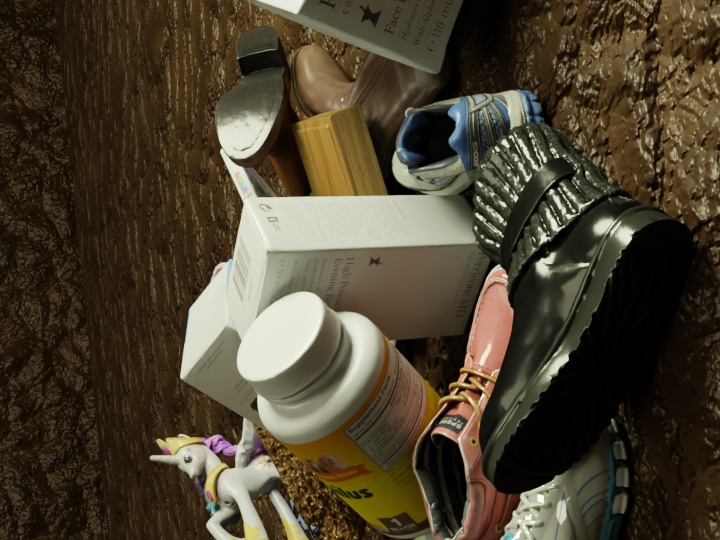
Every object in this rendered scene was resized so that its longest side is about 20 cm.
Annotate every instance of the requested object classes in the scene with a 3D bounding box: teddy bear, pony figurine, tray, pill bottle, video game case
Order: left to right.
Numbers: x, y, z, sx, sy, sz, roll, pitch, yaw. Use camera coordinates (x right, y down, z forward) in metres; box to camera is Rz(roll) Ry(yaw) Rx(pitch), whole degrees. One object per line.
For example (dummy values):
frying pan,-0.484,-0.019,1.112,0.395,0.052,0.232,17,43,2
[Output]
pony figurine,-0.116,0.229,1.193,0.200,0.192,0.168,41,135,34
video game case,-0.075,-0.035,1.046,0.143,0.018,0.200,50,-175,-34
teddy bear,-0.035,0.198,0.972,0.201,0.066,0.146,57,169,32
tray,-0.004,-0.047,0.971,0.098,0.037,0.202,7,118,66
pill bottle,-0.002,0.108,0.785,0.200,0.109,0.109,48,178,-33

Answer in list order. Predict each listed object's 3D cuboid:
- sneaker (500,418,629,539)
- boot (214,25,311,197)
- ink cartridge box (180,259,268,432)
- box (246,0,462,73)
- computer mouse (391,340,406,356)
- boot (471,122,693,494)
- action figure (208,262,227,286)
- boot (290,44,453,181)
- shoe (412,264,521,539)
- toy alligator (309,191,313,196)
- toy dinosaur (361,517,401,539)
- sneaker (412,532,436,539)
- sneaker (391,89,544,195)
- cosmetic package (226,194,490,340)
sneaker,0.128,0.173,0.705,0.075,0.086,0.203,174,94,-69
boot,-0.086,-0.113,1.061,0.190,0.068,0.201,-98,-6,-45
ink cartridge box,-0.053,0.091,0.907,0.068,0.199,0.116,-48,22,19
box,0.003,-0.282,0.818,0.200,0.129,0.201,40,113,59
computer mouse,-0.017,0.122,1.040,0.044,0.108,0.202,-91,6,-47
boot,0.113,0.022,0.692,0.213,0.079,0.158,-61,38,12
action figure,-0.083,0.046,1.121,0.201,0.147,0.135,-106,29,-59
boot,0.007,-0.192,0.963,0.188,0.064,0.200,62,152,20
shoe,0.091,0.096,0.749,0.071,0.090,0.203,1,92,49
toy alligator,-0.029,-0.064,1.076,0.059,0.054,0.202,131,132,-57
toy dinosaur,0.022,0.193,1.013,0.106,0.060,0.203,-2,91,54
sneaker,0.072,0.176,0.878,0.077,0.075,0.201,-53,38,18
sneaker,0.060,-0.104,0.826,0.200,0.084,0.078,165,101,-67
cosmetic package,0.000,0.000,0.834,0.074,0.198,0.103,-119,35,-45
